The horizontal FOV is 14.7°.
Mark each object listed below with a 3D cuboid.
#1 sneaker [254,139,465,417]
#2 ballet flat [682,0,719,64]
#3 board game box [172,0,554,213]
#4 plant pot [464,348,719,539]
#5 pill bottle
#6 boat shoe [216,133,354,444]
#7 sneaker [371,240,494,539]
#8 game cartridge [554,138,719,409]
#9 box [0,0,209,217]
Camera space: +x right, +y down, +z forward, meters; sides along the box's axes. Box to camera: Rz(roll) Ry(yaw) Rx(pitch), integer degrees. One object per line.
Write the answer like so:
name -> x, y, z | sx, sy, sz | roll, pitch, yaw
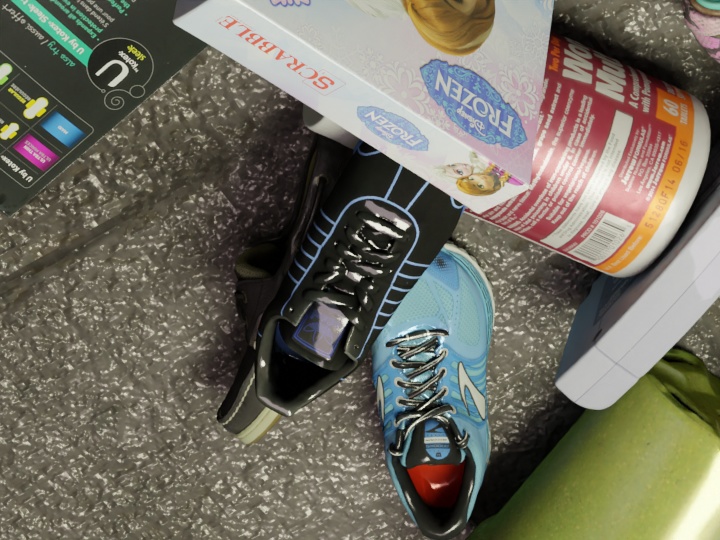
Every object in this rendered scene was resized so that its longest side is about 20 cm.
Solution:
sneaker -> 0.000, 0.000, 1.457 | 0.070, 0.078, 0.200 | 26, 135, -3
ballet flat -> 0.272, -0.155, 1.482 | 0.200, 0.069, 0.071 | -16, 141, 14
board game box -> 0.012, -0.160, 1.370 | 0.200, 0.200, 0.041 | 30, 143, -31
plant pot -> 0.169, 0.152, 1.620 | 0.200, 0.200, 0.184 | 25, 109, -17
pill bottle -> 0.078, -0.080, 1.494 | 0.200, 0.110, 0.110 | 23, 121, -16
boat shoe -> -0.040, 0.006, 1.578 | 0.066, 0.072, 0.201 | 25, 115, -10
sneaker -> 0.045, 0.071, 1.606 | 0.078, 0.090, 0.200 | -8, 124, 5
game cartridge -> 0.183, -0.015, 1.526 | 0.040, 0.133, 0.200 | 38, 118, -2
box -> -0.150, -0.156, 1.414 | 0.200, 0.149, 0.124 | -39, 117, 22
